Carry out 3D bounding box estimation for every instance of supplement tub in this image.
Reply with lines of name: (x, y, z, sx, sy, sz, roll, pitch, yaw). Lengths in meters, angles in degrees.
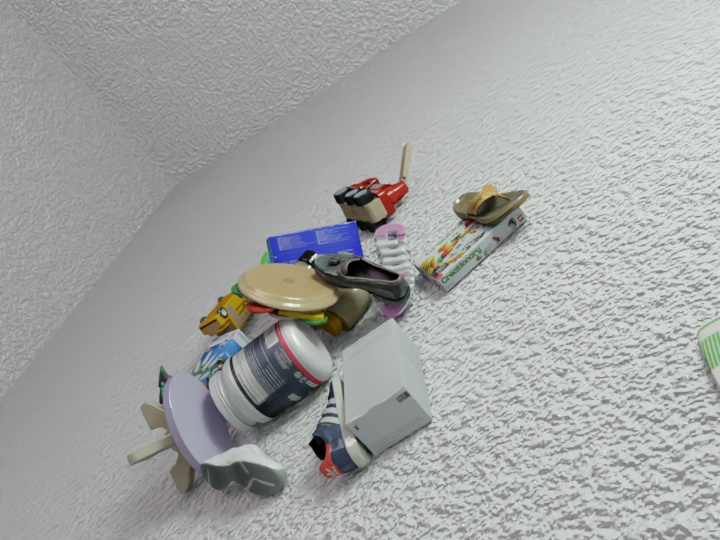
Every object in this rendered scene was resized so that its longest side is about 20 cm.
supplement tub: (-0.164, 0.189, 1.380, 0.200, 0.140, 0.140, -37, 23, 9)

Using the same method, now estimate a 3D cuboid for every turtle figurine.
turtle figurine: (-0.304, 0.234, 1.511, 0.150, 0.199, 0.101, -161, 75, -70)

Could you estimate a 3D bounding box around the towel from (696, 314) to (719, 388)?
towel: (0.442, 0.090, 0.769, 0.152, 0.023, 0.200, -32, 25, 21)

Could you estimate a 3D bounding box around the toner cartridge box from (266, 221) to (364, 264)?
toner cartridge box: (-0.098, -0.042, 1.629, 0.199, 0.096, 0.043, -11, -7, -16)

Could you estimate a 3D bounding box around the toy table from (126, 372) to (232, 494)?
toy table: (-0.332, 0.306, 1.391, 0.117, 0.184, 0.201, -33, 66, 25)

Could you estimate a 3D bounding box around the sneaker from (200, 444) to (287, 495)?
sneaker: (-0.187, 0.327, 1.263, 0.200, 0.071, 0.080, -7, 19, 43)

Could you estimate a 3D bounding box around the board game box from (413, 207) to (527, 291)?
board game box: (0.200, -0.053, 1.386, 0.200, 0.035, 0.126, -42, 22, -4)

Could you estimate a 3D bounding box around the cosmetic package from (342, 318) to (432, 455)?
cosmetic package: (0.037, 0.177, 1.170, 0.113, 0.081, 0.200, -34, 25, 15)

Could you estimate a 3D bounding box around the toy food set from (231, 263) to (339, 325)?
toy food set: (-0.138, 0.039, 1.396, 0.198, 0.199, 0.049, -75, -4, -70)

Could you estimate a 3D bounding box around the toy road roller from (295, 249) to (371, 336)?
toy road roller: (-0.073, 0.064, 1.532, 0.199, 0.146, 0.123, 27, 63, 25)

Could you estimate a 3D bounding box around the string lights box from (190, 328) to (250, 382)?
string lights box: (-0.325, 0.230, 1.661, 0.102, 0.059, 0.200, -23, 28, 38)

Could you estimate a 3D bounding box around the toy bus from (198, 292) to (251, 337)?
toy bus: (-0.314, 0.102, 1.806, 0.065, 0.078, 0.200, -28, 15, 23)

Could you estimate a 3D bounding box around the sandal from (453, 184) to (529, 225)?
sandal: (0.226, -0.129, 1.367, 0.080, 0.054, 0.200, -45, 23, -14)

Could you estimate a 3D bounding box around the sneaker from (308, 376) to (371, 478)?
sneaker: (-0.044, 0.244, 1.176, 0.084, 0.075, 0.200, -32, 24, 8)

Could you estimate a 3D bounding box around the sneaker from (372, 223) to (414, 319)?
sneaker: (0.068, 0.011, 1.434, 0.080, 0.089, 0.201, -5, 55, 10)

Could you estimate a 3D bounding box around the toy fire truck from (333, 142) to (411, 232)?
toy fire truck: (0.050, -0.202, 1.802, 0.200, 0.129, 0.176, -35, 20, -17)

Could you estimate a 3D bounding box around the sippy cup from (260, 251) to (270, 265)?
sippy cup: (-0.139, 0.002, 1.711, 0.130, 0.179, 0.140, -19, -8, 20)

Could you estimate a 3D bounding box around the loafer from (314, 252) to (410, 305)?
loafer: (0.000, 0.000, 1.367, 0.199, 0.063, 0.072, 19, 59, 24)
